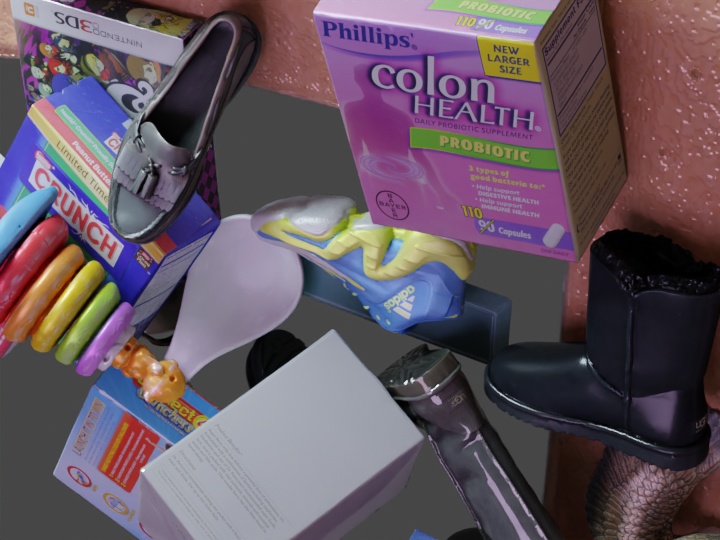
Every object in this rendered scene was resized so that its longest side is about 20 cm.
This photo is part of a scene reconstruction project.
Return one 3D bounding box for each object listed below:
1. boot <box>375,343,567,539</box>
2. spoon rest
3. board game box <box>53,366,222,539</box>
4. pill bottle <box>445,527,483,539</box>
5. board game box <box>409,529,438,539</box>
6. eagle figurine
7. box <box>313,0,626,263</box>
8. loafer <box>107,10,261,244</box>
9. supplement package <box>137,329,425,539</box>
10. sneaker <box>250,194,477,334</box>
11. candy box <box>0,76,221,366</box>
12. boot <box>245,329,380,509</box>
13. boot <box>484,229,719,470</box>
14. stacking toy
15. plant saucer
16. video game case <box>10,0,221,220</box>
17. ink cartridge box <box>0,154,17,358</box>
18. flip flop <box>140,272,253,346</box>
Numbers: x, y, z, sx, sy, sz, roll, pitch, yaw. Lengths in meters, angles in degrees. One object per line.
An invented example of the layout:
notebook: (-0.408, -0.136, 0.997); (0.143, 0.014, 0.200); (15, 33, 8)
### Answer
boot: (0.091, 0.160, 1.637); (0.201, 0.072, 0.182); (53, 173, -8)
spoon rest: (-0.120, 0.039, 1.709); (0.099, 0.061, 0.201); (37, 119, 3)
board game box: (-0.161, 0.180, 1.766); (0.195, 0.056, 0.200); (37, 147, 2)
pill bottle: (0.094, 0.325, 1.786); (0.111, 0.112, 0.201); (26, 135, 16)
board game box: (0.106, 0.313, 1.640); (0.198, 0.044, 0.201); (26, 145, 6)
eagle figurine: (0.235, 0.217, 1.597); (0.151, 0.151, 0.201); (33, 148, 24)
box: (0.082, -0.122, 1.434); (0.174, 0.097, 0.201); (12, 137, 28)
loafer: (-0.145, -0.115, 1.565); (0.071, 0.063, 0.201); (28, 92, 4)
supplement package: (-0.065, 0.167, 1.610); (0.121, 0.199, 0.120); (49, 158, 16)
sneaker: (0.000, 0.000, 1.611); (0.198, 0.076, 0.106); (7, 111, 30)
candy box: (-0.229, -0.036, 1.697); (0.169, 0.077, 0.200); (48, 137, 8)
boot: (-0.089, 0.153, 1.807); (0.167, 0.077, 0.201); (-15, 119, 38)
boot: (0.183, 0.044, 1.521); (0.199, 0.076, 0.170); (20, 125, 34)
stacking toy: (-0.223, 0.040, 1.627); (0.199, 0.116, 0.110); (37, 144, -3)
plant saucer: (0.032, 0.023, 1.663); (0.198, 0.019, 0.070); (20, 132, 21)
video game case: (-0.205, -0.138, 1.693); (0.180, 0.036, 0.202); (19, 132, 25)
ink cartridge box: (-0.362, -0.035, 1.851); (0.200, 0.086, 0.148); (41, 138, -1)
flip flop: (-0.166, 0.037, 1.786); (0.198, 0.058, 0.082); (6, 126, 32)
